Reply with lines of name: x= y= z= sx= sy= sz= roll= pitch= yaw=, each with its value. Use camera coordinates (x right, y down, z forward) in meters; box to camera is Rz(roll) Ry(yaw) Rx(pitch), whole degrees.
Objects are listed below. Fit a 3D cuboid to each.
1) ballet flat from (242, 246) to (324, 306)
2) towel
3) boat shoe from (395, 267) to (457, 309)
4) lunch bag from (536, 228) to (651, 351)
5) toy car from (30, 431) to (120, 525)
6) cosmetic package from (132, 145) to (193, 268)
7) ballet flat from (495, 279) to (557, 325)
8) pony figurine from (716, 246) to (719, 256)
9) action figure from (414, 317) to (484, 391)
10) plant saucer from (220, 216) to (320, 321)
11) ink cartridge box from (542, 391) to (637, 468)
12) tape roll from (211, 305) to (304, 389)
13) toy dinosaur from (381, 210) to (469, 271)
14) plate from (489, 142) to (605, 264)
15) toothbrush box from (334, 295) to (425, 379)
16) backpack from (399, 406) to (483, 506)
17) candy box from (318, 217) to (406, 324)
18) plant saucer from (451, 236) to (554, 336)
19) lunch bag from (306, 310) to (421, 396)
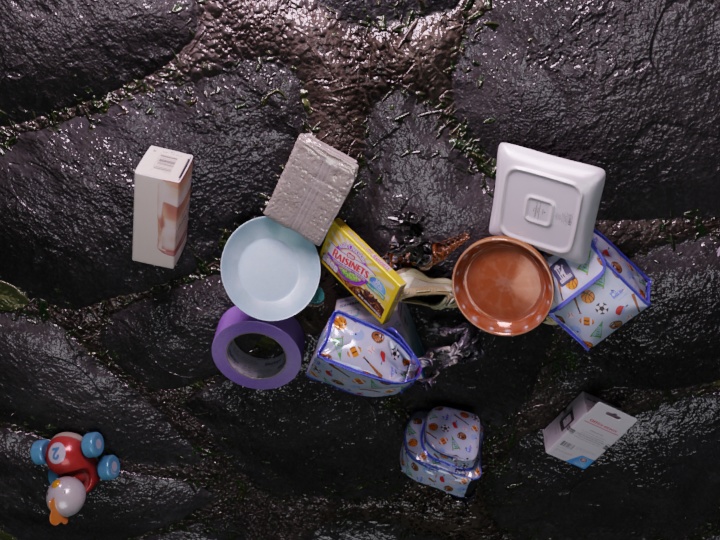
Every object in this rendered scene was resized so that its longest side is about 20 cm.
ballet flat: x=-0.166 y=0.019 z=1.596 sx=0.198 sy=0.069 sz=0.075 roll=33 pitch=141 yaw=-11
towel: x=-0.092 y=-0.151 z=1.465 sx=0.131 sy=0.035 sz=0.201 roll=29 pitch=125 yaw=-5
boat shoe: x=0.138 y=0.050 z=1.547 sx=0.073 sy=0.064 sz=0.199 roll=-29 pitch=147 yaw=33
lunch bag: x=0.433 y=0.027 z=1.509 sx=0.200 sy=0.124 sz=0.170 roll=43 pitch=122 yaw=-7
toy car: x=-0.732 y=0.529 z=1.943 sx=0.180 sy=0.202 sz=0.179 roll=-10 pitch=126 yaw=12
cosmetic package: x=-0.375 y=-0.118 z=1.481 sx=0.085 sy=0.104 sz=0.202 roll=13 pitch=129 yaw=-4
ballet flat: x=0.331 y=0.058 z=1.577 sx=0.198 sy=0.057 sz=0.066 roll=34 pitch=123 yaw=-20
pony figurine: x=0.755 y=-0.078 z=1.394 sx=0.189 sy=0.167 sz=0.204 roll=-9 pitch=111 yaw=3
action figure: x=0.184 y=0.159 z=1.633 sx=0.101 sy=0.199 sz=0.121 roll=10 pitch=127 yaw=53
plant saucer: x=-0.178 y=-0.002 z=1.532 sx=0.198 sy=0.205 sz=0.039 roll=23 pitch=167 yaw=-13
ink cartridge box: x=0.521 y=0.354 z=1.779 sx=0.114 sy=0.067 sz=0.201 roll=24 pitch=126 yaw=-13
tape roll: x=-0.222 y=0.166 z=1.706 sx=0.195 sy=0.066 sz=0.203 roll=3 pitch=127 yaw=3
toy dinosaur: x=0.108 y=-0.044 z=1.518 sx=0.198 sy=0.103 sz=0.136 roll=-32 pitch=136 yaw=5
plate: x=0.327 y=-0.114 z=1.412 sx=0.197 sy=0.032 sz=0.203 roll=20 pitch=131 yaw=23
toothbrush box: x=0.043 y=0.145 z=1.654 sx=0.144 sy=0.086 sz=0.202 roll=-12 pitch=124 yaw=15
backpack: x=0.185 y=0.408 z=1.784 sx=0.186 sy=0.201 sz=0.157 roll=8 pitch=124 yaw=7
candy box: x=0.000 y=0.000 z=1.507 sx=0.200 sy=0.026 sz=0.103 roll=44 pitch=129 yaw=25
plant saucer: x=0.274 y=0.029 z=1.501 sx=0.196 sy=0.032 sz=0.204 roll=9 pitch=116 yaw=18
lunch bag: x=0.011 y=0.174 z=1.513 sx=0.197 sy=0.126 sz=0.170 roll=23 pitch=159 yaw=-2
